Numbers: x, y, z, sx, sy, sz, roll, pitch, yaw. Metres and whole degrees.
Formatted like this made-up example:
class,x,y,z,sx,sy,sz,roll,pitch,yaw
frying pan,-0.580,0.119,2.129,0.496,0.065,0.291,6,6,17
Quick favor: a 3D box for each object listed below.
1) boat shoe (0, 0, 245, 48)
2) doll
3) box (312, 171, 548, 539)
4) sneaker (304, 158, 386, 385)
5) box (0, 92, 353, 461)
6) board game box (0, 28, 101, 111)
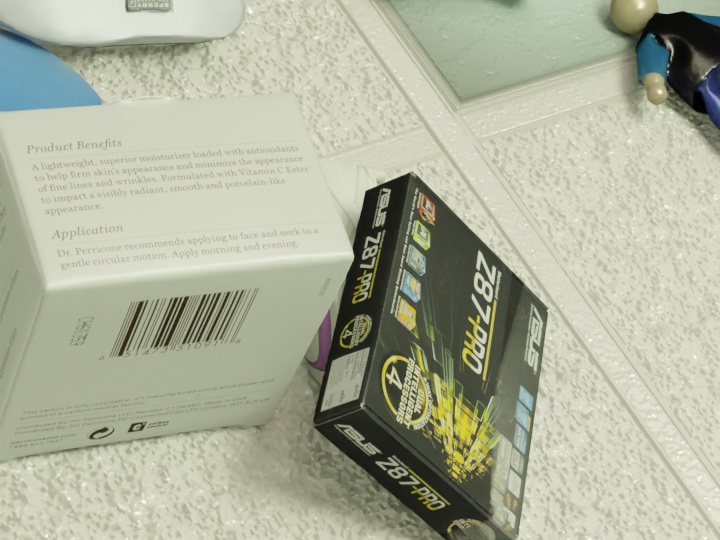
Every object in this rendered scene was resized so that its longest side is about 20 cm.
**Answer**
class,x,y,z,sx,sy,sz,roll,pitch,yaw
boat shoe,-0.183,-0.187,1.559,0.199,0.065,0.074,6,83,-26
doll,0.271,-0.154,1.724,0.136,0.049,0.200,-28,68,-37
box,0.050,0.061,1.422,0.161,0.049,0.201,45,40,-32
sneaker,0.000,0.000,1.478,0.099,0.075,0.201,1,54,-19
box,-0.137,0.004,1.339,0.198,0.200,0.131,-6,58,-25
board game box,-0.252,-0.080,1.464,0.157,0.039,0.201,14,48,-25
